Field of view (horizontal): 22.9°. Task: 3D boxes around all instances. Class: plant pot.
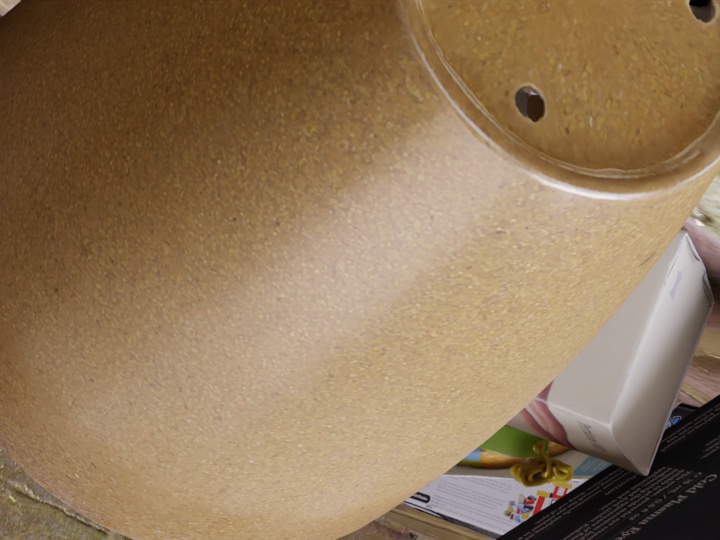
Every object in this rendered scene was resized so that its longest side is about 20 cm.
[{"bbox_3d":[0.003,-0.035,0.448,0.186,0.187,0.200,26,154,-18],"label":"plant pot"}]

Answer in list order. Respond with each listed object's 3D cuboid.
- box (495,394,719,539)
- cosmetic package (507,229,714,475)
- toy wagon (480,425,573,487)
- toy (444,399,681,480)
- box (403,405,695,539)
[{"bbox_3d":[0.174,0.127,0.723,0.104,0.200,0.182,65,159,-10],"label":"box"},{"bbox_3d":[0.038,0.007,0.758,0.200,0.087,0.103,18,168,24],"label":"cosmetic package"},{"bbox_3d":[0.038,0.054,0.940,0.155,0.040,0.200,0,-160,-41],"label":"toy wagon"},{"bbox_3d":[0.071,0.082,1.041,0.200,0.047,0.115,-7,-165,34],"label":"toy"},{"bbox_3d":[0.121,0.121,1.105,0.200,0.110,0.035,15,168,41],"label":"box"}]
